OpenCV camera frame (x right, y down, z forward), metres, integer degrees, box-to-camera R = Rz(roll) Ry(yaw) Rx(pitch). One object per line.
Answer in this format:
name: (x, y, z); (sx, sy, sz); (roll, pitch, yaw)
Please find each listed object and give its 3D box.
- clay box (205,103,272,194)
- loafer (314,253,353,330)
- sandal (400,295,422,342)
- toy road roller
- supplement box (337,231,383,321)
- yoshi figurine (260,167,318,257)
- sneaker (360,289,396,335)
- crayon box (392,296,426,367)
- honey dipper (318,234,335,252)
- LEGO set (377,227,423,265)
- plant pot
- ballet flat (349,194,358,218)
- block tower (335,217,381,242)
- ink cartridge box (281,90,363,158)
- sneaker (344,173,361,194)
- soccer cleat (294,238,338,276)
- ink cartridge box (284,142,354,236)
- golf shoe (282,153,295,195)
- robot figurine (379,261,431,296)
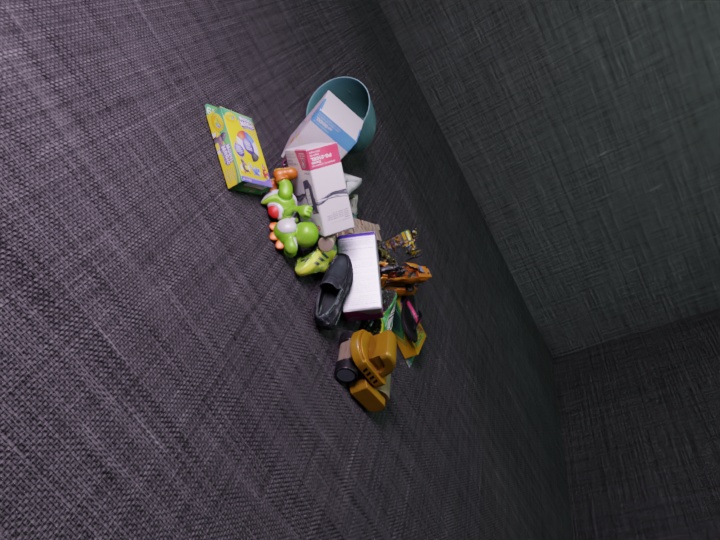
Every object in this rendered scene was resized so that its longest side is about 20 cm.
clay box: (-0.269, -0.274, 1.278); (0.115, 0.047, 0.203); (-1, 71, -65)
loafer: (-0.063, 0.041, 1.369); (0.071, 0.067, 0.203); (64, 35, -54)
sandal: (0.154, 0.120, 1.713); (0.075, 0.045, 0.202); (46, 32, -39)
toy road roller: (0.037, 0.227, 1.378); (0.201, 0.145, 0.124); (52, 29, -31)
supplement box: (0.001, 0.017, 1.471); (0.101, 0.102, 0.203); (75, 8, -70)
yoshi figurine: (-0.151, -0.130, 1.337); (0.112, 0.111, 0.203); (26, 50, -65)
sneaker: (0.054, 0.136, 1.573); (0.086, 0.077, 0.202); (59, 43, -43)
crayon box: (0.139, 0.175, 1.754); (0.202, 0.051, 0.126); (64, 24, -11)
honey dipper: (-0.070, -0.094, 1.431); (0.038, 0.038, 0.200); (61, 15, -15)
LEGO set: (0.093, -0.034, 1.687); (0.154, 0.198, 0.117); (-19, 86, -86)
plant pot: (-0.042, -0.445, 1.736); (0.161, 0.198, 0.203); (43, 32, -65)
ballet flat: (-0.046, -0.221, 1.677); (0.202, 0.074, 0.074); (61, 25, -16)
block tower: (-0.009, -0.110, 1.661); (0.199, 0.054, 0.059); (5, 65, -59)
ink cartridge box: (-0.107, -0.336, 1.514); (0.125, 0.200, 0.129); (37, 34, -19)
sneaker: (-0.054, -0.218, 1.569); (0.200, 0.074, 0.090); (-33, 138, -68)
soccer cleat: (-0.098, -0.022, 1.406); (0.085, 0.064, 0.200); (65, 24, -13)
ink cartridge box: (-0.097, -0.193, 1.364); (0.144, 0.083, 0.203); (22, -52, 61)
golf shoe: (-0.144, -0.216, 1.478); (0.092, 0.072, 0.202); (-97, 165, -66)
robot figurine: (0.099, 0.024, 1.652); (0.198, 0.145, 0.059); (7, 49, -36)
